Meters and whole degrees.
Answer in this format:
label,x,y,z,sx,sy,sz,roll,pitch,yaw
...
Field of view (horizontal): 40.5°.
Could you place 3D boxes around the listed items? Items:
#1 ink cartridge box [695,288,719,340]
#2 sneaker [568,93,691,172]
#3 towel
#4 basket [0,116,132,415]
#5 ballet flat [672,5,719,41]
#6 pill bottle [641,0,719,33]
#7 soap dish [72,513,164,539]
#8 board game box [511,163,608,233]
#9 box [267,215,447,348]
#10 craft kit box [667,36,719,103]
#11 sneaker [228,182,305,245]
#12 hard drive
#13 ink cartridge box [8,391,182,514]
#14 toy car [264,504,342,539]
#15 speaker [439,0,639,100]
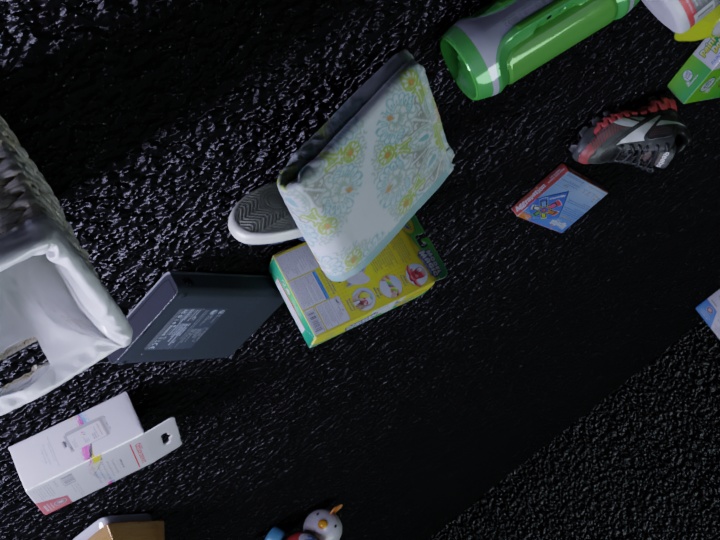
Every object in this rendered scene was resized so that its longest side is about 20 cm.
label,x,y,z,sx,sy,sz,roll,pitch,yaw
ink cartridge box,1.097,0.104,2.816,0.200,0.147,0.086,-45,153,24
sneaker,0.389,-0.182,1.381,0.199,0.098,0.071,-20,156,-26
towel,0.010,-0.104,1.001,0.200,0.048,0.171,-48,144,-15
basket,-0.313,0.006,0.746,0.197,0.161,0.200,-30,158,-9
ballet flat,0.493,-0.345,1.232,0.200,0.067,0.067,-38,157,12
pill bottle,0.376,-0.352,1.006,0.200,0.114,0.114,-39,157,12
soap dish,-0.440,0.497,1.651,0.200,0.081,0.157,-40,156,12
board game box,0.315,-0.110,1.525,0.103,0.019,0.200,-44,155,19
box,0.000,0.000,1.200,0.199,0.118,0.048,-24,167,-20
craft kit box,0.560,-0.331,1.385,0.197,0.049,0.200,-12,149,-35
sneaker,-0.057,-0.054,1.072,0.199,0.075,0.085,-19,149,-31
hard drive,-0.191,0.058,1.173,0.140,0.033,0.200,-45,155,25
ink cartridge box,-0.340,0.230,1.273,0.199,0.068,0.117,-24,156,-17
toy car,-0.103,0.628,2.308,0.200,0.184,0.177,-56,166,-25
speaker,0.181,-0.253,0.982,0.199,0.089,0.089,-32,157,-4
